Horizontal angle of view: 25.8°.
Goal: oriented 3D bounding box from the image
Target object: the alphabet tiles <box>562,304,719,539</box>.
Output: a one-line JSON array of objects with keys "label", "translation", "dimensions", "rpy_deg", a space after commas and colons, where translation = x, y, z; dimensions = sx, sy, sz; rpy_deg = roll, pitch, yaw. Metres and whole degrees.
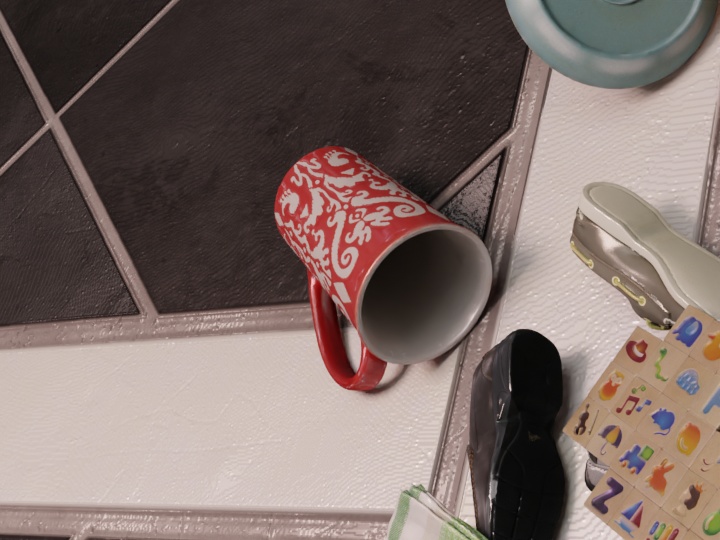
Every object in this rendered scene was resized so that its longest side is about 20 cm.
[{"label": "alphabet tiles", "translation": [0.226, 0.115, 1.119], "dimensions": [0.168, 0.008, 0.200], "rpy_deg": [-54, 31, 1]}]

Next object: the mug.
[{"label": "mug", "translation": [-0.004, -0.008, 1.402], "dimensions": [0.178, 0.133, 0.200], "rpy_deg": [-46, 40, 1]}]

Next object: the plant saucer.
[{"label": "plant saucer", "translation": [0.222, -0.260, 1.363], "dimensions": [0.201, 0.199, 0.027], "rpy_deg": [-55, 3, -7]}]

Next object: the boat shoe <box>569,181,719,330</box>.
[{"label": "boat shoe", "translation": [0.241, 0.009, 1.242], "dimensions": [0.202, 0.072, 0.061], "rpy_deg": [47, 134, 35]}]

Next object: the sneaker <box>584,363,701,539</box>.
[{"label": "sneaker", "translation": [0.218, 0.166, 1.153], "dimensions": [0.115, 0.075, 0.202], "rpy_deg": [-24, 42, 33]}]

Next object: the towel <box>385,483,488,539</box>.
[{"label": "towel", "translation": [0.080, 0.272, 1.181], "dimensions": [0.199, 0.030, 0.151], "rpy_deg": [33, 114, 44]}]

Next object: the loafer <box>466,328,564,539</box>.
[{"label": "loafer", "translation": [0.118, 0.150, 1.249], "dimensions": [0.072, 0.072, 0.202], "rpy_deg": [-32, 41, 51]}]
